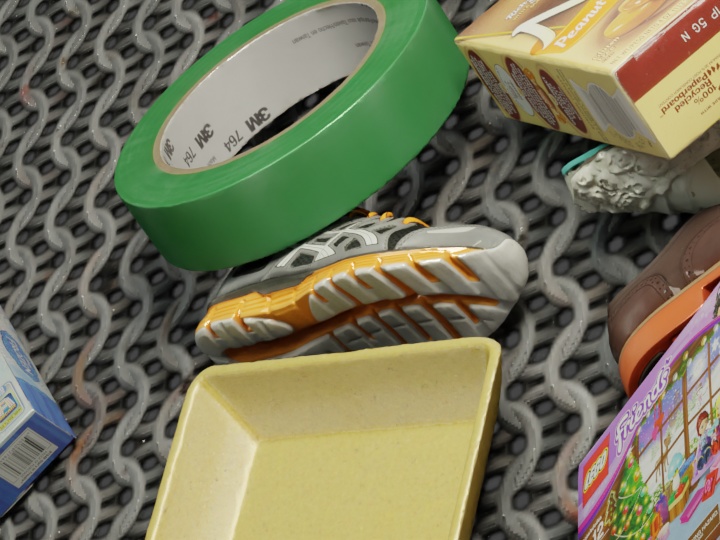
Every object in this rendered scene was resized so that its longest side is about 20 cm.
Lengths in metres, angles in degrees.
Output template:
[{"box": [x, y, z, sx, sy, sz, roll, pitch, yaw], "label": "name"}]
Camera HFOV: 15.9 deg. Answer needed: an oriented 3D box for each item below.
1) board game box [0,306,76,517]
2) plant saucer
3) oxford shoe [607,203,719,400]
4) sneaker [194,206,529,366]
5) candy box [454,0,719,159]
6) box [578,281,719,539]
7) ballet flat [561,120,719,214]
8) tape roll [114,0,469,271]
[{"box": [-0.277, 0.104, 1.513, 0.200, 0.043, 0.199, -45, 42, 6], "label": "board game box"}, {"box": [-0.019, 0.138, 1.259, 0.199, 0.048, 0.201, -7, 57, 37], "label": "plant saucer"}, {"box": [0.190, -0.020, 1.177, 0.200, 0.071, 0.073, -38, 38, 14], "label": "oxford shoe"}, {"box": [0.000, 0.000, 1.325, 0.199, 0.078, 0.078, -11, 47, 36], "label": "sneaker"}, {"box": [0.135, -0.118, 1.240, 0.115, 0.055, 0.200, -39, 19, -9], "label": "candy box"}, {"box": [0.151, 0.078, 1.074, 0.137, 0.039, 0.200, -84, 20, -47], "label": "box"}, {"box": [0.186, -0.065, 1.220, 0.199, 0.072, 0.072, -30, 45, 24], "label": "ballet flat"}, {"box": [-0.038, -0.083, 1.389, 0.200, 0.048, 0.201, -28, 25, 14], "label": "tape roll"}]
